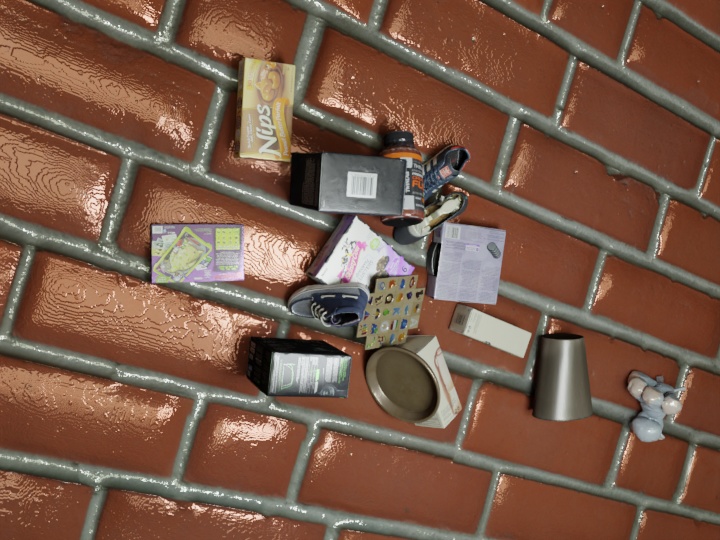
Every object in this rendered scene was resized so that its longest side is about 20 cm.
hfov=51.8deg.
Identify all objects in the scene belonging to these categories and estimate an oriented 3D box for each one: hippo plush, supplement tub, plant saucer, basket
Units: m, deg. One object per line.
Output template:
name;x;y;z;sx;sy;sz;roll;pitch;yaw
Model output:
hippo plush;0.808;0.390;2.095;0.199;0.157;0.165;-17;130;-63
supplement tub;0.091;-0.209;1.683;0.104;0.106;0.206;1;82;-24
plant saucer;0.101;0.262;1.725;0.029;0.196;0.205;-38;113;-49
basket;0.528;0.274;1.940;0.176;0.135;0.207;-4;94;-27

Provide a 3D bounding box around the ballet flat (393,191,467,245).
ballet flat;0.165;-0.126;1.734;0.197;0.073;0.074;-30;108;-1

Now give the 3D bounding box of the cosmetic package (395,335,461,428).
cosmetic package;0.155;0.265;1.774;0.087;0.102;0.204;-35;112;-39

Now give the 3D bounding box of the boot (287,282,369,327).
boot;-0.079;0.082;1.605;0.195;0.091;0.074;-13;122;22

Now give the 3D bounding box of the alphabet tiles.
alphabet tiles;0.071;0.095;1.705;0.196;0.006;0.171;-5;111;-42

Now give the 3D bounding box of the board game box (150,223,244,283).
board game box;-0.342;-0.037;1.562;0.195;0.032;0.124;-1;93;-23

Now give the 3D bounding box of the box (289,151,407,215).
box;-0.030;-0.186;1.592;0.195;0.198;0.127;2;98;-24

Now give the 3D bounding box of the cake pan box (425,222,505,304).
cake pan box;0.258;-0.017;1.824;0.195;0.052;0.190;5;92;-25

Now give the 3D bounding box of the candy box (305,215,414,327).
candy box;0.000;0.000;1.696;0.199;0.071;0.170;39;80;-24

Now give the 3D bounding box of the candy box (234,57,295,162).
candy box;-0.203;-0.337;1.574;0.112;0.055;0.206;2;96;-24

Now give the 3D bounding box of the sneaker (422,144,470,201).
sneaker;0.180;-0.225;1.745;0.200;0.084;0.075;-47;112;-12

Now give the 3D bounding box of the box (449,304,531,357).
box;0.326;0.152;1.859;0.196;0.082;0.070;23;86;-23

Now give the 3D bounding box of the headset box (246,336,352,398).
headset box;-0.129;0.209;1.608;0.195;0.173;0.096;5;94;-26
